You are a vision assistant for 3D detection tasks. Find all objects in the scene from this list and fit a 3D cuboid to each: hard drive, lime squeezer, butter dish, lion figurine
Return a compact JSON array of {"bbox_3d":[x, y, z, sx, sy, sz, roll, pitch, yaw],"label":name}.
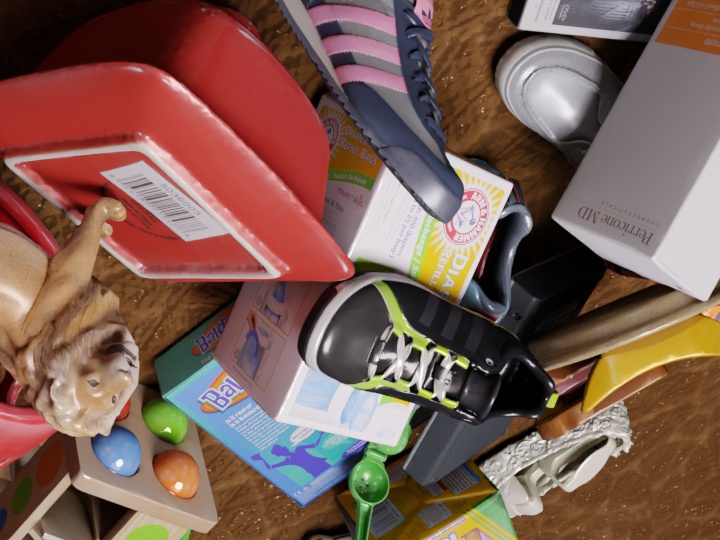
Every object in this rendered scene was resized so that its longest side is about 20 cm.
[{"bbox_3d":[0.120,0.079,0.915,0.139,0.033,0.202,-20,143,-53],"label":"hard drive"},{"bbox_3d":[0.019,0.153,0.899,0.037,0.071,0.203,24,87,-3],"label":"lime squeezer"},{"bbox_3d":[-0.103,-0.092,0.663,0.197,0.150,0.200,1,148,39],"label":"butter dish"},{"bbox_3d":[-0.196,-0.004,0.591,0.198,0.124,0.072,33,153,-21],"label":"lion figurine"}]

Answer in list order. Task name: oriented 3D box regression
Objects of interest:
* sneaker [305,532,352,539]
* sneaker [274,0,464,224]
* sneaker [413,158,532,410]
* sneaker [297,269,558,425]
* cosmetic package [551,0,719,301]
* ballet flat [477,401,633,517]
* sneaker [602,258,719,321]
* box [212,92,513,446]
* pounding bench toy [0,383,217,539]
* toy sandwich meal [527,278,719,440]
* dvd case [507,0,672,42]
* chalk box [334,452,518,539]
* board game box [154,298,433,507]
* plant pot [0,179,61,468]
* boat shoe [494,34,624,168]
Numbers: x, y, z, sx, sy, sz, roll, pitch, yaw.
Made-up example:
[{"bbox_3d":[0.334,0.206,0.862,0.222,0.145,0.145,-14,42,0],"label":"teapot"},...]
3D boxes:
[{"bbox_3d":[0.007,0.329,1.091,0.113,0.076,0.203,-13,131,-15],"label":"sneaker"},{"bbox_3d":[0.019,-0.124,0.645,0.081,0.202,0.070,-34,162,6],"label":"sneaker"},{"bbox_3d":[0.063,0.021,0.817,0.078,0.095,0.203,13,105,-33],"label":"sneaker"},{"bbox_3d":[0.054,0.054,0.695,0.198,0.083,0.073,12,104,-40],"label":"sneaker"},{"bbox_3d":[0.225,-0.095,0.737,0.071,0.101,0.202,29,90,-38],"label":"cosmetic package"},{"bbox_3d":[0.171,0.189,1.050,0.199,0.072,0.072,-36,132,10],"label":"ballet flat"},{"bbox_3d":[0.280,0.014,0.941,0.196,0.078,0.114,0,127,-22],"label":"sneaker"},{"bbox_3d":[0.000,0.000,0.754,0.111,0.101,0.203,17,100,-38],"label":"box"},{"bbox_3d":[-0.176,0.180,0.857,0.199,0.125,0.156,31,111,-38],"label":"pounding bench toy"},{"bbox_3d":[0.203,0.060,0.816,0.202,0.071,0.205,-23,177,-1],"label":"toy sandwich meal"},{"bbox_3d":[0.210,-0.227,0.751,0.196,0.025,0.152,0,128,-22],"label":"dvd case"},{"bbox_3d":[0.080,0.278,0.994,0.122,0.124,0.203,-28,114,-12],"label":"chalk box"},{"bbox_3d":[-0.046,0.093,0.894,0.151,0.045,0.200,-35,132,7],"label":"board game box"},{"bbox_3d":[-0.287,0.047,0.661,0.181,0.202,0.200,-32,133,17],"label":"plant pot"},{"bbox_3d":[0.181,-0.102,0.809,0.199,0.072,0.070,26,115,-36],"label":"boat shoe"}]
